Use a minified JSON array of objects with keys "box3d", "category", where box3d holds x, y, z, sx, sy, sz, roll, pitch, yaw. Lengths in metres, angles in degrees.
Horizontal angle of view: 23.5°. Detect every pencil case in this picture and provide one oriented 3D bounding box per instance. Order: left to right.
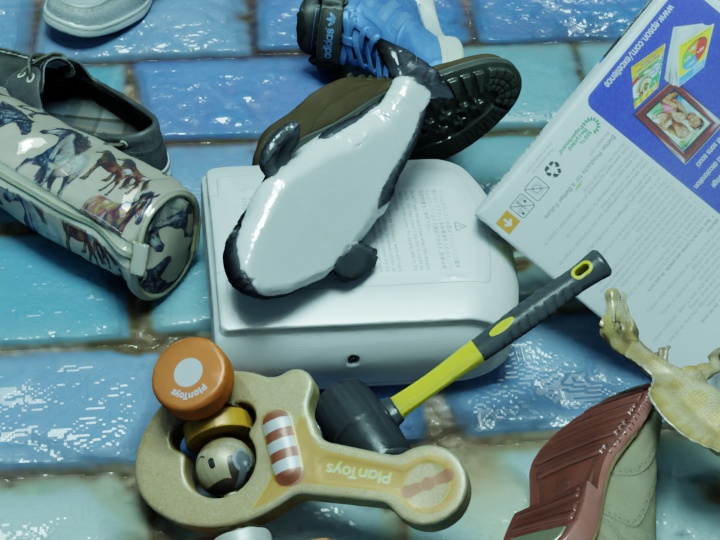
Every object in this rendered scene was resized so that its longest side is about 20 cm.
[{"box3d":[-0.196,-0.054,1.154,0.200,0.078,0.089,28,31,24],"category":"pencil case"}]

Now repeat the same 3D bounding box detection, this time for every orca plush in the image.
[{"box3d":[-0.030,-0.060,1.075,0.071,0.105,0.201,-3,55,52],"category":"orca plush"}]

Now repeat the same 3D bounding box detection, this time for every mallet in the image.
[{"box3d":[0.068,0.059,1.030,0.200,0.041,0.066,-30,55,4],"category":"mallet"}]

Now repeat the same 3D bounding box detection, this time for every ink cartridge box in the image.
[{"box3d":[0.210,-0.048,1.080,0.200,0.198,0.047,39,12,-4],"category":"ink cartridge box"}]

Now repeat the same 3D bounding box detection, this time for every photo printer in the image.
[{"box3d":[0.000,0.000,1.118,0.199,0.070,0.167,-3,44,-8],"category":"photo printer"}]

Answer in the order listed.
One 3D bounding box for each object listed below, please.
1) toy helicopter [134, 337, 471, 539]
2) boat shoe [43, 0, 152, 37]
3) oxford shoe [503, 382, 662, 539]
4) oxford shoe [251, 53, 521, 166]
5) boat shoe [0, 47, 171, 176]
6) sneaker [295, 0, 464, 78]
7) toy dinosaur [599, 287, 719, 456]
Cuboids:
[{"box3d":[-0.036,0.121,0.979,0.199,0.079,0.133,7,65,20],"category":"toy helicopter"},{"box3d":[-0.184,-0.254,1.377,0.074,0.065,0.202,23,47,20],"category":"boat shoe"},{"box3d":[0.140,0.137,1.001,0.075,0.070,0.200,55,37,-11],"category":"oxford shoe"},{"box3d":[0.013,-0.110,1.185,0.199,0.073,0.085,-20,45,12],"category":"oxford shoe"},{"box3d":[-0.214,-0.122,1.234,0.200,0.066,0.070,35,52,29],"category":"boat shoe"},{"box3d":[0.009,-0.162,1.281,0.111,0.077,0.200,0,39,-12],"category":"sneaker"},{"box3d":[0.213,0.091,1.014,0.101,0.058,0.200,1,37,-50],"category":"toy dinosaur"}]
